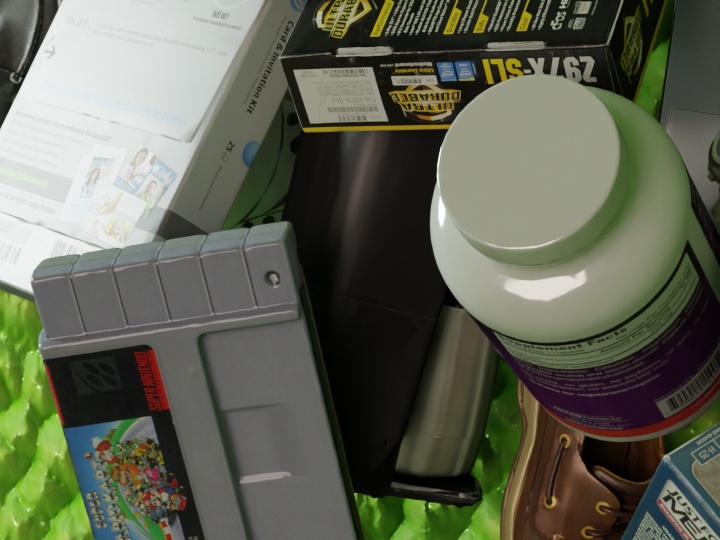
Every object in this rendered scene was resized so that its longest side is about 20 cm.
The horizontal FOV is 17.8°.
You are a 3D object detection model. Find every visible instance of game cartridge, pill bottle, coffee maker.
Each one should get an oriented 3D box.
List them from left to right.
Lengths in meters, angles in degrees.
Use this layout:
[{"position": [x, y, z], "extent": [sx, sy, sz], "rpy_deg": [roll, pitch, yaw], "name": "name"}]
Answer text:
[{"position": [-0.074, 0.081, 1.083], "extent": [0.128, 0.038, 0.202], "rpy_deg": [-10, 113, 7], "name": "game cartridge"}, {"position": [0.000, 0.000, 1.138], "extent": [0.134, 0.191, 0.202], "rpy_deg": [25, 104, 47], "name": "coffee maker"}, {"position": [0.098, -0.006, 0.995], "extent": [0.111, 0.200, 0.113], "rpy_deg": [-8, 65, 17], "name": "pill bottle"}]

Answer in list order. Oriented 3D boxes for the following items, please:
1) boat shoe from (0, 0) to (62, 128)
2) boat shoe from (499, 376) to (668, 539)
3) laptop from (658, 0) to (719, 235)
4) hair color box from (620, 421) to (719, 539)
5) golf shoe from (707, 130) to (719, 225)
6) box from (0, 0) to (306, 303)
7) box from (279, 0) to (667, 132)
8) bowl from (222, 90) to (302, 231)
[{"position": [-0.221, -0.096, 1.350], "extent": [0.072, 0.071, 0.202], "rpy_deg": [28, 106, 29], "name": "boat shoe"}, {"position": [0.115, 0.106, 1.122], "extent": [0.067, 0.071, 0.202], "rpy_deg": [12, 102, 56], "name": "boat shoe"}, {"position": [0.198, -0.027, 1.050], "extent": [0.199, 0.116, 0.189], "rpy_deg": [12, 97, 32], "name": "laptop"}, {"position": [0.165, 0.129, 1.029], "extent": [0.061, 0.100, 0.201], "rpy_deg": [51, 153, 21], "name": "hair color box"}, {"position": [0.210, -0.006, 0.945], "extent": [0.097, 0.078, 0.201], "rpy_deg": [-51, 45, 38], "name": "golf shoe"}, {"position": [-0.116, -0.073, 1.160], "extent": [0.155, 0.041, 0.201], "rpy_deg": [17, 80, 44], "name": "box"}, {"position": [0.068, -0.147, 1.082], "extent": [0.158, 0.201, 0.050], "rpy_deg": [-2, 133, 24], "name": "box"}, {"position": [-0.079, -0.081, 1.245], "extent": [0.199, 0.094, 0.203], "rpy_deg": [0, 91, 34], "name": "bowl"}]
